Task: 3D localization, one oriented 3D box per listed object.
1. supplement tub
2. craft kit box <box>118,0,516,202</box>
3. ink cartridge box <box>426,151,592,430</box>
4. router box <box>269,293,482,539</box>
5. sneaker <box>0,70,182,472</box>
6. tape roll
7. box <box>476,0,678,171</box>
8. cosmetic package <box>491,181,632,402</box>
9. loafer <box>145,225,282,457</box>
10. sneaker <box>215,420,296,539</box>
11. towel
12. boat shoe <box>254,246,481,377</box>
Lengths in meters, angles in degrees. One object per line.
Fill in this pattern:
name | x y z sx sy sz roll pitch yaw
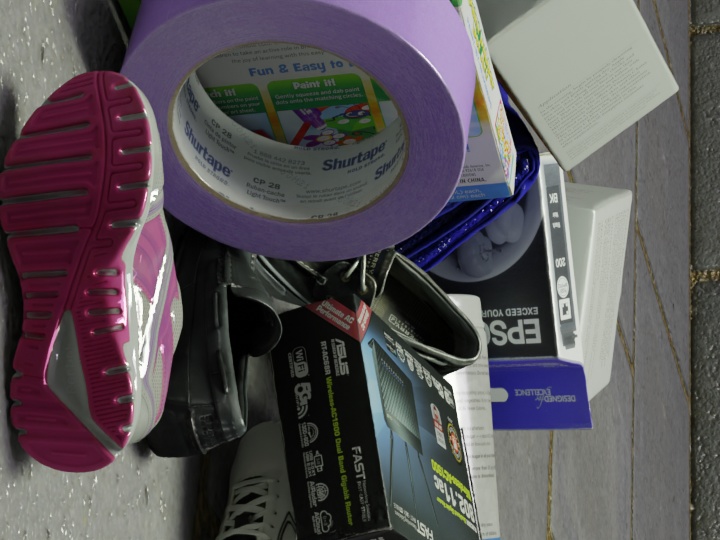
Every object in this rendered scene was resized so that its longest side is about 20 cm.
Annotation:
supplement tub | 0.028 0.121 1.683 0.132 0.131 0.201 14 72 -74
craft kit box | -0.023 -0.117 1.435 0.198 0.199 0.049 70 21 -47
ink cartridge box | 0.070 0.021 1.760 0.043 0.198 0.201 -11 95 -49
router box | 0.013 0.119 1.499 0.200 0.062 0.151 43 35 -62
sneaker | -0.133 0.000 1.231 0.088 0.081 0.201 11 82 -76
tape roll | -0.036 -0.097 1.373 0.066 0.199 0.201 -79 159 -43
box | 0.113 -0.170 1.551 0.125 0.097 0.200 57 5 28
cosmetic package | 0.113 0.013 1.919 0.200 0.166 0.168 -18 115 -75
loafer | -0.079 0.031 1.425 0.201 0.070 0.068 -78 158 -47
sneaker | -0.060 0.167 1.460 0.073 0.072 0.201 56 27 -43
towel | 0.047 -0.077 1.693 0.050 0.147 0.200 52 9 -30
boat shoe | 0.000 0.000 1.564 0.200 0.071 0.072 34 61 -24
